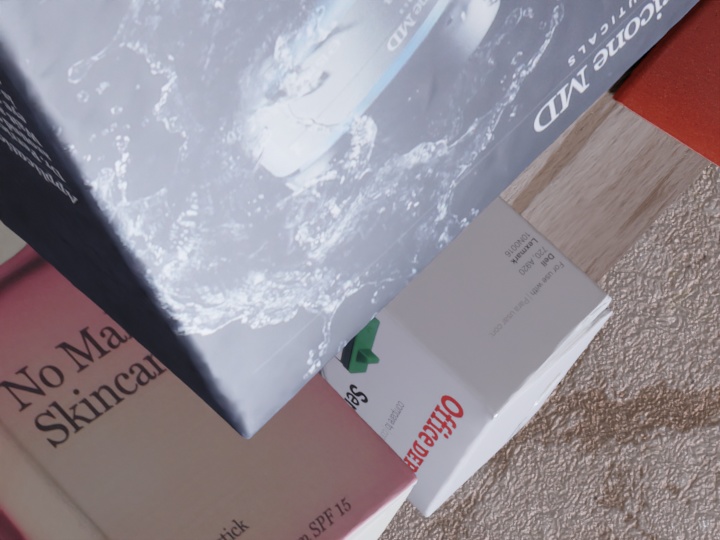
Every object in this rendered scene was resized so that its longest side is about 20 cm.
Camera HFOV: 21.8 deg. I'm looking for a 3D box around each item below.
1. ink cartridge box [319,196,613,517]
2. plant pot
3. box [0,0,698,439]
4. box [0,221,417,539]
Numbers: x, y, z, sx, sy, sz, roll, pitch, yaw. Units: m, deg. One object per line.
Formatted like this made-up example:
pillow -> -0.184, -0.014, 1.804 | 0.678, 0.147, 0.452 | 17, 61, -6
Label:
ink cartridge box -> 0.000, 0.000, 0.852 | 0.084, 0.200, 0.146 | -43, 169, -24
plant pot -> 0.368, -0.170, 1.684 | 0.177, 0.199, 0.200 | -58, 167, 10
box -> -0.021, -0.102, 0.448 | 0.197, 0.117, 0.200 | -44, 146, -13
box -> -0.100, 0.067, 0.726 | 0.128, 0.200, 0.109 | -35, 166, -42
